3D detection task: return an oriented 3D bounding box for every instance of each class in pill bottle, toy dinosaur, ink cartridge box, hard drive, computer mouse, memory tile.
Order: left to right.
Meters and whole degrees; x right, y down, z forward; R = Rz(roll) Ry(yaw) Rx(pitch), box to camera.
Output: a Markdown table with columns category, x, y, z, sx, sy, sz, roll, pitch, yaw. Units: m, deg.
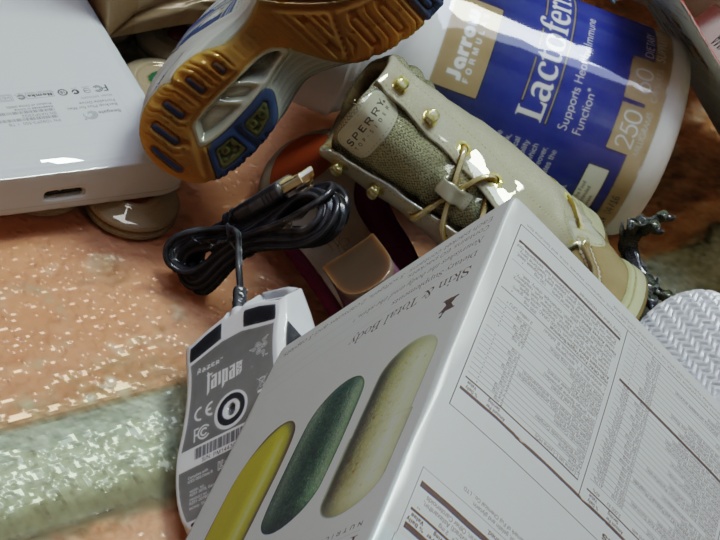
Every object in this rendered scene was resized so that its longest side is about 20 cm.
| category | x | y | z | sx | sy | sz | roll | pitch | yaw |
| --- | --- | --- | --- | --- | --- | --- | --- | --- | --- |
| hard drive | -0.191 | -0.107 | 1.030 | 0.131 | 0.026 | 0.200 | -9 | 46 | -30 |
| memory tile | -0.160 | -0.097 | 1.065 | 0.152 | 0.017 | 0.201 | 15 | 40 | -6 |
| computer mouse | -0.048 | 0.047 | 0.904 | 0.044 | 0.109 | 0.201 | 39 | 37 | -39 |
| pill bottle | 0.069 | -0.103 | 1.063 | 0.198 | 0.116 | 0.116 | 19 | 39 | -6 |
| toy dinosaur | 0.134 | 0.022 | 0.992 | 0.047 | 0.089 | 0.201 | 1 | 43 | -18 |
| ink cartridge box | 0.206 | -0.120 | 1.091 | 0.174 | 0.043 | 0.200 | 58 | 6 | -16 |

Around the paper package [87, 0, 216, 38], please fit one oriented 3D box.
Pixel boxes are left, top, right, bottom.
| category | x | y | z | sx | sy | sz | roll | pitch | yaw |
| --- | --- | --- | --- | --- | --- | --- | --- | --- | --- |
| paper package | -0.122 | -0.259 | 1.113 | 0.103 | 0.192 | 0.200 | -9 | 37 | -24 |

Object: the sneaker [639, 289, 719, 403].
| category | x | y | z | sx | sy | sz | roll | pitch | yaw |
| --- | --- | --- | --- | --- | --- | --- | --- | --- | --- |
| sneaker | 0.188 | 0.109 | 0.853 | 0.075 | 0.115 | 0.201 | -29 | 55 | 4 |

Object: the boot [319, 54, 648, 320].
| category | x | y | z | sx | sy | sz | roll | pitch | yaw |
| --- | --- | --- | --- | --- | --- | --- | --- | --- | --- |
| boot | 0.054 | -0.027 | 0.929 | 0.154 | 0.072 | 0.200 | 38 | 14 | -14 |

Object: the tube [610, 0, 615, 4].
| category | x | y | z | sx | sy | sz | roll | pitch | yaw |
| --- | --- | --- | --- | --- | --- | --- | --- | --- | --- |
| tube | 0.052 | -0.193 | 1.095 | 0.198 | 0.051 | 0.078 | 20 | 28 | 3 |

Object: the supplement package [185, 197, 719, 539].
| category | x | y | z | sx | sy | sz | roll | pitch | yaw |
| --- | --- | --- | --- | --- | --- | --- | --- | --- | --- |
| supplement package | 0.033 | 0.112 | 0.751 | 0.151 | 0.151 | 0.201 | 44 | 40 | -15 |

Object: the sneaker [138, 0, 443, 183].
| category | x | y | z | sx | sy | sz | roll | pitch | yaw |
| --- | --- | --- | --- | --- | --- | --- | --- | --- | --- |
| sneaker | -0.033 | -0.132 | 0.970 | 0.075 | 0.199 | 0.088 | 49 | 15 | -25 |

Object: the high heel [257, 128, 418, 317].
| category | x | y | z | sx | sy | sz | roll | pitch | yaw |
| --- | --- | --- | --- | --- | --- | --- | --- | --- | --- |
| high heel | 0.000 | 0.000 | 1.012 | 0.067 | 0.096 | 0.200 | -28 | 31 | 5 |

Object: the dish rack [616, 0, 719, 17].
| category | x | y | z | sx | sy | sz | roll | pitch | yaw |
| --- | --- | --- | --- | --- | --- | --- | --- | --- | --- |
| dish rack | 0.193 | -0.196 | 1.220 | 0.171 | 0.044 | 0.200 | 29 | -5 | 21 |
